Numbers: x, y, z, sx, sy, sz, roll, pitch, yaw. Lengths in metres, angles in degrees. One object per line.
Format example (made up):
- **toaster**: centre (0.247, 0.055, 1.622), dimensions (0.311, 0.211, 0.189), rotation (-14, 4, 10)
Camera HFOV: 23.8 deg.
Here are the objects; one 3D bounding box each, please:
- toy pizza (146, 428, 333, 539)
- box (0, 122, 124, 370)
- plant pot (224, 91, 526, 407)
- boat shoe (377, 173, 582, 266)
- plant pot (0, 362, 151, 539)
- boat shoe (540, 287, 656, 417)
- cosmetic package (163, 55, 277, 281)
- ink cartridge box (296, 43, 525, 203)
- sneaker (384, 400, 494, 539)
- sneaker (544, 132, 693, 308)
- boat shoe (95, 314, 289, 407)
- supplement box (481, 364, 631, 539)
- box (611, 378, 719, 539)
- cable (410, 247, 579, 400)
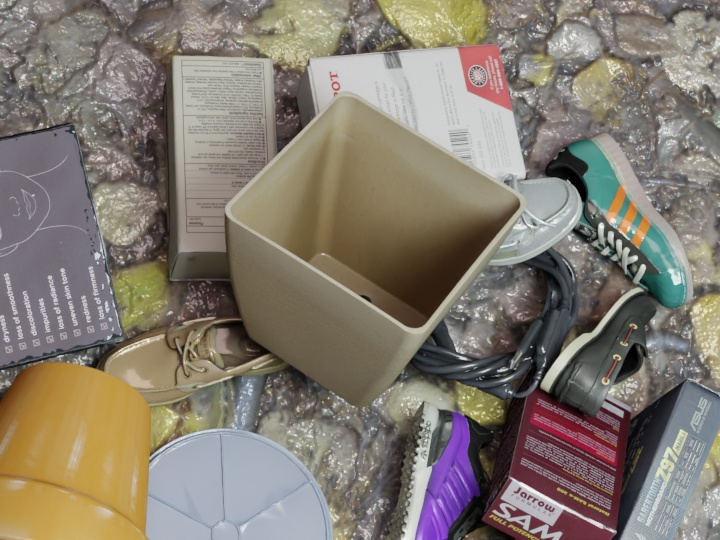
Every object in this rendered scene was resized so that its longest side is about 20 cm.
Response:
- **toy pizza**: centre (-0.124, 0.244, 1.555), dimensions (0.199, 0.032, 0.201), rotation (4, 70, -10)
- **box**: centre (-0.333, -0.010, 1.522), dimensions (0.195, 0.124, 0.201), rotation (-13, 91, -17)
- **plant pot**: centre (0.000, 0.000, 1.524), dimensions (0.199, 0.178, 0.200), rotation (31, 50, 13)
- **boat shoe**: centre (0.113, -0.046, 1.639), dimensions (0.201, 0.065, 0.075), rotation (-13, 63, 5)
- **plant pot**: centre (-0.262, 0.188, 1.467), dimensions (0.199, 0.200, 0.184), rotation (16, 57, -6)
- **boat shoe**: centre (0.240, 0.079, 1.632), dimensions (0.063, 0.074, 0.201), rotation (34, 34, 14)
- **cosmetic package**: centre (-0.134, -0.097, 1.636), dimensions (0.103, 0.087, 0.201), rotation (2, 71, -12)
- **ink cartridge box**: centre (0.047, -0.135, 1.689), dimensions (0.199, 0.083, 0.148), rotation (-6, 73, -14)
- **sneaker**: centre (0.083, 0.226, 1.584), dimensions (0.099, 0.070, 0.201), rotation (16, 70, -9)
- **sneaker**: centre (0.255, -0.040, 1.713), dimensions (0.080, 0.071, 0.201), rotation (-23, 70, -17)
- **boat shoe**: centre (-0.149, 0.074, 1.588), dimensions (0.199, 0.065, 0.072), rotation (-15, 76, -16)
- **supplement box**: centre (0.183, 0.176, 1.571), dimensions (0.108, 0.061, 0.200), rotation (28, 31, -2)
- **box**: centre (0.259, 0.212, 1.579), dimensions (0.051, 0.158, 0.201), rotation (28, 69, -2)
- **cable**: centre (0.125, 0.037, 1.650), dimensions (0.162, 0.051, 0.201), rotation (8, 50, 19)
